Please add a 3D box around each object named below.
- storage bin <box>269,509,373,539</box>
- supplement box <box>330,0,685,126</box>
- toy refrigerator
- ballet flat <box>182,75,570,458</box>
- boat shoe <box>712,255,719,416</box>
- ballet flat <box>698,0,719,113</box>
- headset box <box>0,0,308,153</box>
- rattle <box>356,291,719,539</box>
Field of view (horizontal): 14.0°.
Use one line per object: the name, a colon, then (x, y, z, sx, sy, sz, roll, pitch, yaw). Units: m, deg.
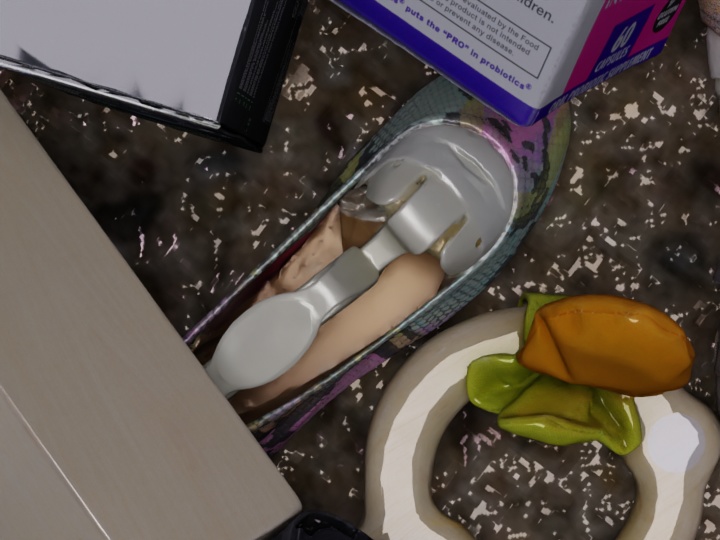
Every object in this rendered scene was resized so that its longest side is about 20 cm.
storage bin: (0.019, 0.193, 0.983, 0.200, 0.135, 0.094, 39, 119, -19)
supplement box: (0.077, -0.165, 0.976, 0.103, 0.101, 0.201, 35, 125, 19)
toy refrigerator: (-0.116, 0.031, 1.005, 0.076, 0.070, 0.200, -29, 78, -42)
ballet flat: (0.000, 0.000, 1.049, 0.200, 0.071, 0.069, -43, 87, 1)
boat shoe: (0.160, -0.007, 0.987, 0.074, 0.201, 0.073, 20, 49, 22)
ballet flat: (0.171, -0.049, 1.047, 0.200, 0.068, 0.067, 44, 98, 3)
headset box: (-0.057, -0.137, 0.985, 0.092, 0.200, 0.175, 17, 92, 2)
rattle: (0.045, 0.106, 1.019, 0.200, 0.143, 0.130, -47, 107, -4)
